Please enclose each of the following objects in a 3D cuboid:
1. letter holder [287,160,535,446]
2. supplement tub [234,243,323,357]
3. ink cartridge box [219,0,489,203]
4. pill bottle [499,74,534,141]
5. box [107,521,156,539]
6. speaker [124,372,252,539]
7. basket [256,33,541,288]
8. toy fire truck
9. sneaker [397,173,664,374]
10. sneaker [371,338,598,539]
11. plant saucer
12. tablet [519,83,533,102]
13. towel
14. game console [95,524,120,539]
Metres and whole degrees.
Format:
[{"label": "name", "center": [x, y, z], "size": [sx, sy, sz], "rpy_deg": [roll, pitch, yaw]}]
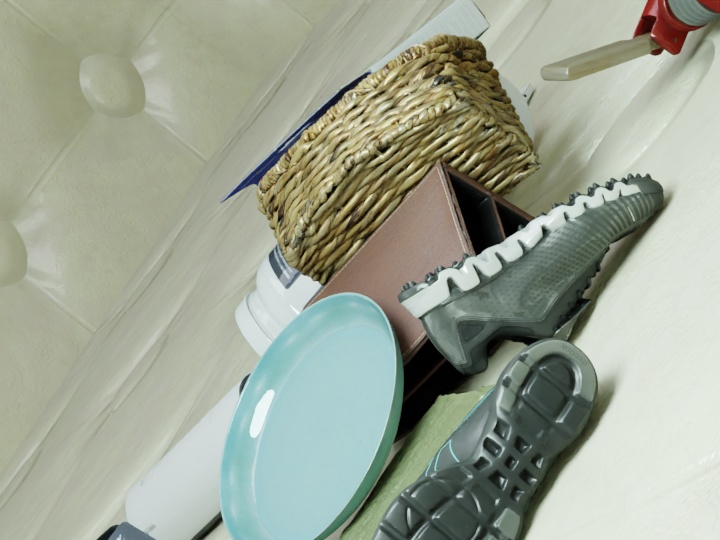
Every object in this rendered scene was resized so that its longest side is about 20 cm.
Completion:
[{"label": "letter holder", "center": [0.045, 0.048, 1.520], "size": [0.200, 0.100, 0.143], "rpy_deg": [-47, 32, 24]}, {"label": "supplement tub", "center": [0.000, 0.000, 1.757], "size": [0.200, 0.140, 0.140], "rpy_deg": [-49, 11, 14]}, {"label": "ink cartridge box", "center": [-0.003, -0.132, 1.739], "size": [0.200, 0.047, 0.197], "rpy_deg": [-43, 3, -43]}, {"label": "pill bottle", "center": [0.066, -0.100, 1.888], "size": [0.200, 0.112, 0.113], "rpy_deg": [-38, 17, 54]}, {"label": "box", "center": [-0.140, 0.289, 1.309], "size": [0.200, 0.104, 0.182], "rpy_deg": [-52, 35, -15]}, {"label": "speaker", "center": [-0.135, 0.180, 1.901], "size": [0.200, 0.081, 0.081], "rpy_deg": [-45, 12, 32]}, {"label": "basket", "center": [0.012, -0.098, 1.586], "size": [0.200, 0.142, 0.150], "rpy_deg": [-41, 45, 20]}, {"label": "toy fire truck", "center": [0.241, -0.211, 1.533], "size": [0.201, 0.128, 0.176], "rpy_deg": [-66, 14, -10]}, {"label": "sneaker", "center": [0.129, 0.008, 1.392], "size": [0.199, 0.091, 0.066], "rpy_deg": [-28, -3, -11]}, {"label": "sneaker", "center": [0.074, 0.133, 1.243], "size": [0.200, 0.075, 0.079], "rpy_deg": [-48, -4, -15]}, {"label": "plant saucer", "center": [-0.031, 0.113, 1.463], "size": [0.200, 0.027, 0.201], "rpy_deg": [-35, 42, 38]}, {"label": "tablet", "center": [0.094, -0.098, 2.028], "size": [0.200, 0.014, 0.131], "rpy_deg": [-40, 16, 46]}, {"label": "towel", "center": [0.041, 0.157, 1.354], "size": [0.201, 0.036, 0.148], "rpy_deg": [-55, 12, -19]}, {"label": "game console", "center": [-0.236, 0.342, 1.700], "size": [0.200, 0.116, 0.176], "rpy_deg": [-43, 14, 43]}]
